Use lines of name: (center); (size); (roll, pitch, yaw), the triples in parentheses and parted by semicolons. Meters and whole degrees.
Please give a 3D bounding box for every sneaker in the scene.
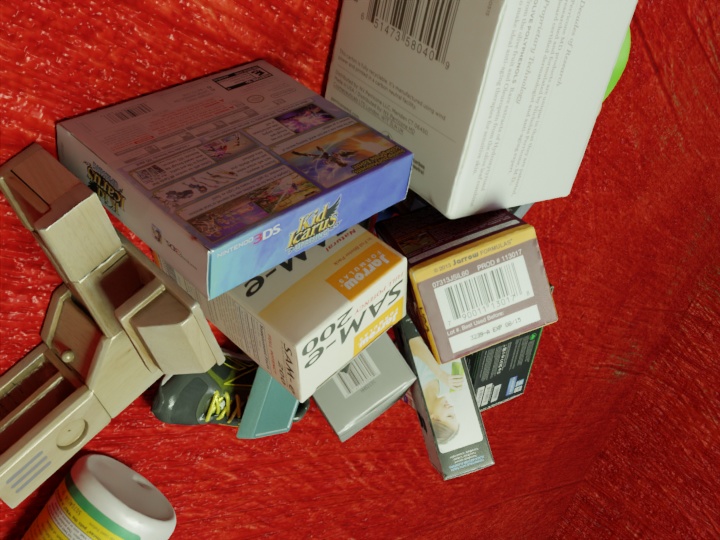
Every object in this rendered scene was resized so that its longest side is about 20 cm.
sneaker: (-0.123, 0.125, 0.881); (0.198, 0.084, 0.076); (-5, 123, -54)

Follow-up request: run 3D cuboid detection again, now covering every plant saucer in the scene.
plant saucer: (-0.064, 0.072, 0.835); (0.069, 0.019, 0.204); (1, 112, -53)

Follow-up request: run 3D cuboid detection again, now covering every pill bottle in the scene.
pill bottle: (-0.269, 0.283, 0.791); (0.202, 0.112, 0.113); (-55, 150, -2)

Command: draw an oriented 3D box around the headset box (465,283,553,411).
headset box: (0.125, 0.038, 1.059); (0.091, 0.200, 0.177); (-15, 133, -25)

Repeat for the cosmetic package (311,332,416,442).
cosmetic package: (-0.005, 0.129, 0.977); (0.106, 0.091, 0.200); (-35, 167, -6)

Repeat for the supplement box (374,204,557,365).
supplement box: (0.088, -0.003, 0.783); (0.108, 0.200, 0.087); (-19, 106, -2)

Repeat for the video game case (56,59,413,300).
video game case: (-0.090, -0.079, 0.639); (0.198, 0.180, 0.046); (-29, 141, -38)

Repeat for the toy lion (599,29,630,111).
toy lion: (0.197, -0.271, 0.873); (0.068, 0.201, 0.193); (-25, 157, -38)

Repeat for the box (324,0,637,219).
box: (0.096, -0.187, 0.766); (0.169, 0.199, 0.204); (-13, 129, -37)

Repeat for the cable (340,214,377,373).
cable: (0.000, 0.000, 0.862); (0.049, 0.204, 0.098); (10, 143, -19)

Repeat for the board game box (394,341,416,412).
board game box: (0.134, 0.097, 1.268); (0.200, 0.046, 0.153); (-43, 147, -23)

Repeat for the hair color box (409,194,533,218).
hair color box: (0.142, -0.086, 1.008); (0.200, 0.098, 0.061); (-45, 163, -42)

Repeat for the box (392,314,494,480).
box: (0.085, 0.119, 0.966); (0.059, 0.205, 0.117); (-15, 177, -4)

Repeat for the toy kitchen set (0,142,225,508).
toy kitchen set: (-0.215, 0.065, 0.612); (0.180, 0.162, 0.202); (-42, 147, -22)

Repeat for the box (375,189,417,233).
box: (0.064, -0.136, 0.961); (0.202, 0.032, 0.121); (-55, 150, -1)

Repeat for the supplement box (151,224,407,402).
supplement box: (-0.072, -0.004, 0.719); (0.125, 0.199, 0.074); (-37, 146, -28)
